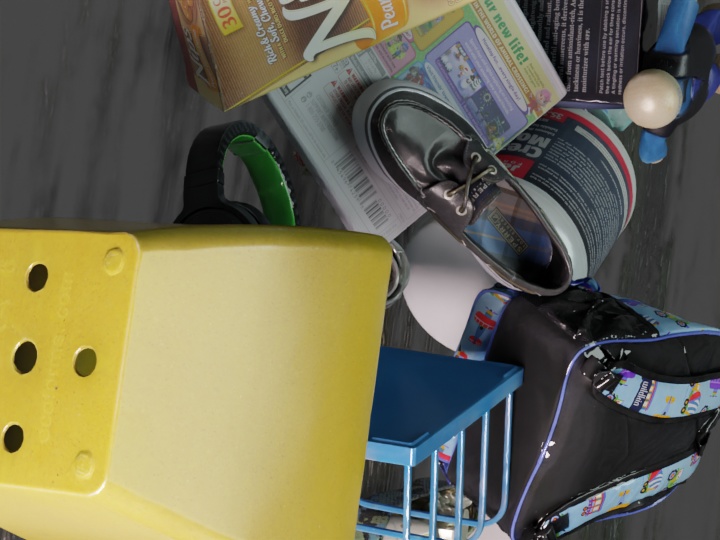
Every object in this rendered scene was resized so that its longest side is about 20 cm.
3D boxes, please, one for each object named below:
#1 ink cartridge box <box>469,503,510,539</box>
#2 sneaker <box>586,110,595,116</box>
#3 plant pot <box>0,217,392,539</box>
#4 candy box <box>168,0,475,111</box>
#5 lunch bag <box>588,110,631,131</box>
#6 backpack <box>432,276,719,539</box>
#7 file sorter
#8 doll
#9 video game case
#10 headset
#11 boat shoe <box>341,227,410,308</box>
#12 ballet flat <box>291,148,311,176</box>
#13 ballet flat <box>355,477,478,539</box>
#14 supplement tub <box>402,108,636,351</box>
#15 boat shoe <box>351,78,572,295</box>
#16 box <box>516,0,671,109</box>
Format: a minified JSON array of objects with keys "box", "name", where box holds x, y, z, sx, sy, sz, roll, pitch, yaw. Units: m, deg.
[{"box":[0.145,0.146,1.938,0.200,0.083,0.147,105,9,-51],"name":"ink cartridge box"},{"box":[0.164,-0.100,2.015,0.200,0.087,0.075,51,49,-57],"name":"sneaker"},{"box":[-0.123,0.060,1.300,0.176,0.199,0.201,18,78,-54],"name":"plant pot"},{"box":[-0.023,-0.193,1.499,0.200,0.055,0.116,-26,125,-21],"name":"candy box"},{"box":[0.202,-0.233,2.021,0.170,0.121,0.201,36,54,-65],"name":"lunch bag"},{"box":[0.171,0.094,1.749,0.200,0.134,0.183,-6,123,-42],"name":"backpack"},{"box":[0.009,0.136,1.613,0.200,0.138,0.123,-29,124,-63],"name":"file sorter"},{"box":[0.223,-0.141,1.667,0.200,0.048,0.137,-36,139,-60],"name":"doll"},{"box":[0.024,-0.140,1.597,0.182,0.022,0.200,-40,119,-11],"name":"video game case"},{"box":[-0.086,0.004,1.530,0.123,0.094,0.201,42,41,-56],"name":"headset"},{"box":[0.000,0.000,1.695,0.200,0.065,0.072,16,80,-65],"name":"boat shoe"},{"box":[0.009,-0.091,1.716,0.064,0.076,0.200,-50,157,17],"name":"ballet flat"},{"box":[0.038,0.199,1.813,0.200,0.074,0.075,-27,119,-62],"name":"ballet flat"},{"box":[0.124,-0.034,1.874,0.200,0.140,0.141,-51,139,-52],"name":"supplement tub"},{"box":[0.074,-0.050,1.599,0.070,0.066,0.200,-45,120,-8],"name":"boat shoe"},{"box":[0.129,-0.183,1.769,0.200,0.198,0.124,-15,110,-71],"name":"box"}]
